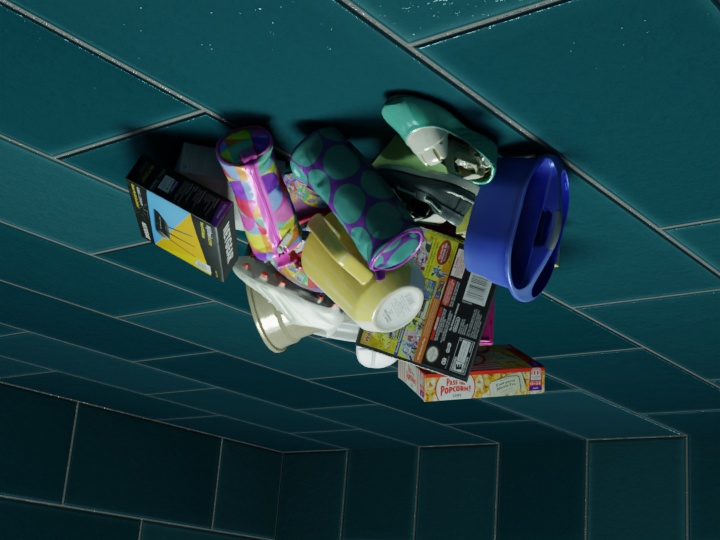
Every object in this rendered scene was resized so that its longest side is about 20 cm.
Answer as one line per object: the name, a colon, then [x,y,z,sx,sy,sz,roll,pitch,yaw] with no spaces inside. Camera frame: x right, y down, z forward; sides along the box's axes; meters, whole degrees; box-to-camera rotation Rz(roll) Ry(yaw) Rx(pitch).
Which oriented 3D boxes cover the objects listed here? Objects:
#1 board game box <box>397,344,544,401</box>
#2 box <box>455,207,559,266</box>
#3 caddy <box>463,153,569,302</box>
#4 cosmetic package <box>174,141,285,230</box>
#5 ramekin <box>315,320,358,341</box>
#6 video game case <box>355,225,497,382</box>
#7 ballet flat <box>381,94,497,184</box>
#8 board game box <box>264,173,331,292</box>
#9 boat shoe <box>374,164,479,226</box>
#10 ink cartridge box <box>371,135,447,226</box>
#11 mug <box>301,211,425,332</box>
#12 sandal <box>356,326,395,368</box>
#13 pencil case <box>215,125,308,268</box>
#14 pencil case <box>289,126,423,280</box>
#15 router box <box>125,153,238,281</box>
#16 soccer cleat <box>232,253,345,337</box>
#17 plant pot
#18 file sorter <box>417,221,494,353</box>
board game box: [0.174,0.162,1.810,0.198,0.047,0.151,-3,-170,-14]
box: [0.226,-0.064,1.706,0.050,0.076,0.199,-10,159,44]
caddy: [0.222,-0.060,1.528,0.104,0.202,0.141,11,174,35]
cosmetic package: [-0.205,-0.119,1.682,0.149,0.052,0.200,12,161,-14]
ramekin: [-0.025,0.063,2.092,0.198,0.106,0.200,8,167,2]
video game case: [0.105,0.045,1.702,0.179,0.202,0.026,18,-173,5]
ballet flat: [0.108,-0.158,1.436,0.199,0.071,0.067,21,144,-41]
board game box: [-0.078,-0.044,1.686,0.157,0.039,0.201,27,128,11]
boat shoe: [0.073,-0.096,1.478,0.072,0.062,0.199,21,175,-37]
ink cartridge box: [0.081,-0.122,1.605,0.144,0.049,0.200,10,164,-15]
mug: [0.001,0.006,1.586,0.185,0.153,0.150,-2,131,-37]
sandal: [0.040,0.053,1.818,0.078,0.209,0.059,7,-166,-3]
pencil case: [-0.135,-0.102,1.552,0.087,0.089,0.201,-1,136,17]
pencil case: [-0.007,-0.091,1.485,0.093,0.200,0.085,-49,156,24]
router box: [-0.252,-0.072,1.624,0.148,0.051,0.200,28,159,8]
soccer cleat: [-0.119,0.042,1.794,0.198,0.069,0.078,26,120,1]
plant pot: [-0.074,0.021,1.904,0.181,0.203,0.200,-12,159,14]
file sorter: [0.143,0.025,1.801,0.137,0.202,0.126,2,166,5]
